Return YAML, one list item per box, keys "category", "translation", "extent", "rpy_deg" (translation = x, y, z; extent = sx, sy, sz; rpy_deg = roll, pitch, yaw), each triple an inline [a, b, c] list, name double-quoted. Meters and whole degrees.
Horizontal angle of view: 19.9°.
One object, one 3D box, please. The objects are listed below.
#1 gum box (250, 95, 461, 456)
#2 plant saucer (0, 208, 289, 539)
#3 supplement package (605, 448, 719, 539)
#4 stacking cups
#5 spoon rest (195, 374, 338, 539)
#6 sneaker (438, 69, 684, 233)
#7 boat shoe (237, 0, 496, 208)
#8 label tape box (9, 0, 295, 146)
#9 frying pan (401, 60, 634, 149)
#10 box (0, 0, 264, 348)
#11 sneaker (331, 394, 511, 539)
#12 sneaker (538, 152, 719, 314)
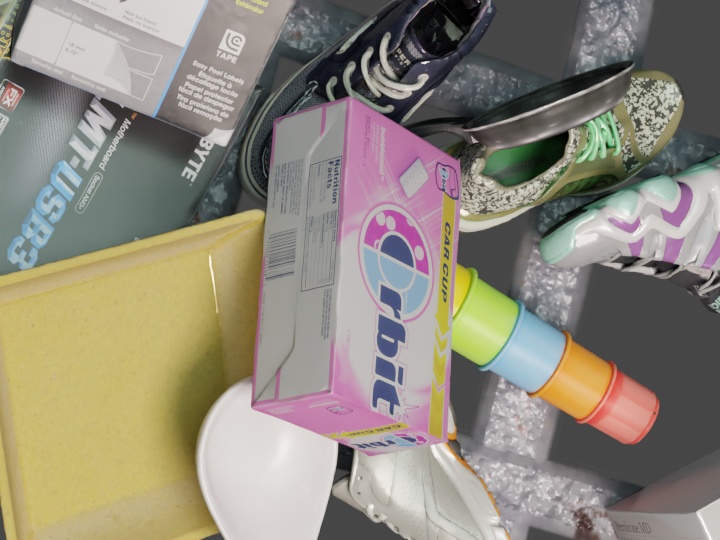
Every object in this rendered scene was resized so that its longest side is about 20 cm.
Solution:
- category: "gum box"
  translation: [0.000, 0.000, 1.258]
  extent: [0.113, 0.066, 0.201]
  rpy_deg: [26, 61, -46]
- category: "plant saucer"
  translation: [-0.141, 0.074, 1.249]
  extent: [0.199, 0.048, 0.201]
  rpy_deg: [-16, 112, -30]
- category: "supplement package"
  translation: [0.288, 0.215, 1.344]
  extent: [0.150, 0.152, 0.201]
  rpy_deg: [-25, 91, -17]
- category: "stacking cups"
  translation: [0.109, 0.049, 1.363]
  extent: [0.199, 0.060, 0.061]
  rpy_deg: [29, 77, -16]
- category: "spoon rest"
  translation: [-0.059, 0.160, 1.262]
  extent: [0.099, 0.061, 0.201]
  rpy_deg: [-5, 106, -33]
- category: "sneaker"
  translation: [0.140, -0.082, 1.366]
  extent: [0.199, 0.089, 0.077]
  rpy_deg: [-26, 91, -18]
- category: "boat shoe"
  translation: [0.004, -0.122, 1.328]
  extent: [0.075, 0.093, 0.200]
  rpy_deg: [45, 74, -7]
- category: "label tape box"
  translation: [-0.106, -0.194, 1.220]
  extent: [0.144, 0.063, 0.201]
  rpy_deg: [21, 113, -15]
- category: "frying pan"
  translation: [0.086, -0.092, 1.293]
  extent: [0.189, 0.115, 0.031]
  rpy_deg: [-19, 99, 21]
- category: "box"
  translation: [-0.193, -0.079, 1.290]
  extent: [0.198, 0.050, 0.201]
  rpy_deg: [31, 77, -10]
- category: "sneaker"
  translation: [0.033, 0.149, 1.325]
  extent: [0.092, 0.076, 0.201]
  rpy_deg: [-23, 83, -10]
- category: "sneaker"
  translation: [0.227, 0.000, 1.388]
  extent: [0.199, 0.078, 0.140]
  rpy_deg: [-20, 89, -17]
